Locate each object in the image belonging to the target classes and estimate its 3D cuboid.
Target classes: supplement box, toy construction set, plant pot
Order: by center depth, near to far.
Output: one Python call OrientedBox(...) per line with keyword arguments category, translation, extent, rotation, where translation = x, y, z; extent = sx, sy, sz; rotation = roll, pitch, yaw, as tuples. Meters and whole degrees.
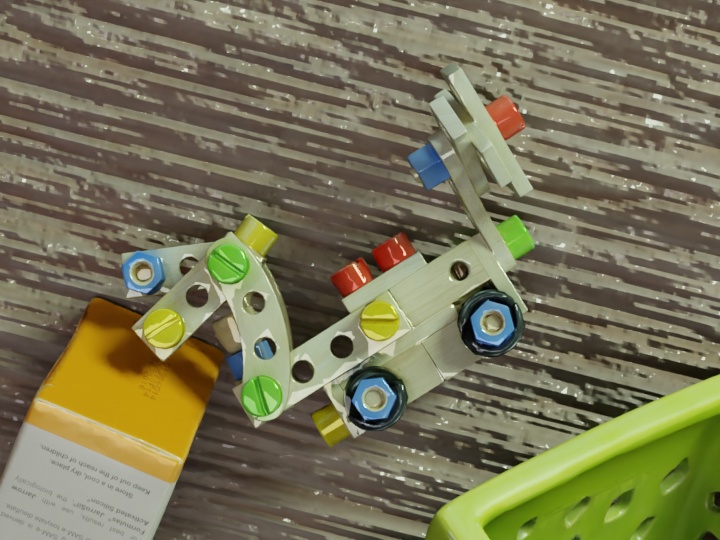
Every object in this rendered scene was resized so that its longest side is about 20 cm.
OrientedBox(category="plant pot", translation=(0.133, 0.191, 0.806), extent=(0.199, 0.199, 0.182), rotation=(49, 138, 28))
OrientedBox(category="toy construction set", translation=(0.000, 0.000, 0.850), extent=(0.200, 0.092, 0.131), rotation=(-33, 87, 14))
OrientedBox(category="supplement box", translation=(-0.139, 0.130, 0.885), extent=(0.073, 0.126, 0.201), rotation=(23, 109, -4))

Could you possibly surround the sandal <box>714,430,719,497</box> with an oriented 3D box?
OrientedBox(category="sandal", translation=(0.214, 0.142, 0.893), extent=(0.081, 0.055, 0.201), rotation=(-10, 108, 9))
